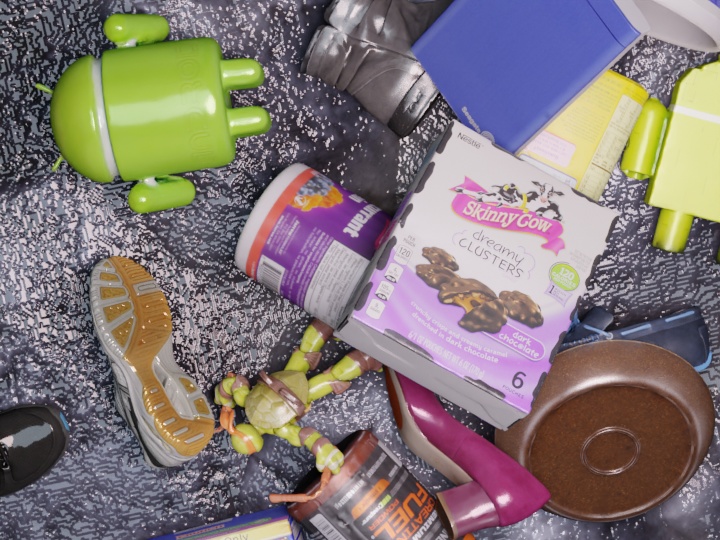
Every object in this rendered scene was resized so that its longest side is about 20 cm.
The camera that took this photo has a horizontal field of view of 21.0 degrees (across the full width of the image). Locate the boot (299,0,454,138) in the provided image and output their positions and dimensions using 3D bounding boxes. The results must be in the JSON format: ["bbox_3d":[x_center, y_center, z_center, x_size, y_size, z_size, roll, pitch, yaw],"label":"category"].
[{"bbox_3d":[0.043,-0.230,1.730,0.132,0.070,0.200,37,89,2],"label":"boot"}]

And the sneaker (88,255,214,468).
[{"bbox_3d":[-0.204,0.087,1.747,0.076,0.088,0.200,-12,70,-33],"label":"sneaker"}]

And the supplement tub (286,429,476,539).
[{"bbox_3d":[0.036,0.245,1.744,0.107,0.107,0.200,-45,94,3],"label":"supplement tub"}]

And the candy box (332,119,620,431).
[{"bbox_3d":[0.098,0.003,1.620,0.168,0.072,0.200,29,69,-4],"label":"candy box"}]

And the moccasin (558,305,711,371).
[{"bbox_3d":[0.215,0.064,1.755,0.200,0.080,0.068,-4,90,-14],"label":"moccasin"}]

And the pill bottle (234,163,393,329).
[{"bbox_3d":[0.000,0.000,1.703,0.200,0.111,0.112,31,94,11],"label":"pill bottle"}]

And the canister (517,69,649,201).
[{"bbox_3d":[0.153,-0.097,1.730,0.148,0.087,0.200,26,92,0],"label":"canister"}]

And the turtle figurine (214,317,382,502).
[{"bbox_3d":[-0.070,0.107,1.730,0.161,0.200,0.064,-45,138,-17],"label":"turtle figurine"}]

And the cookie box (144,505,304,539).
[{"bbox_3d":[-0.119,0.333,1.764,0.171,0.075,0.200,-15,94,2],"label":"cookie box"}]

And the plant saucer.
[{"bbox_3d":[0.221,0.153,1.729,0.200,0.035,0.201,-2,121,-4],"label":"plant saucer"}]

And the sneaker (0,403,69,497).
[{"bbox_3d":[-0.356,0.183,1.749,0.200,0.082,0.073,-25,92,0],"label":"sneaker"}]

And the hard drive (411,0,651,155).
[{"bbox_3d":[0.137,-0.193,1.615,0.132,0.025,0.200,55,135,9],"label":"hard drive"}]

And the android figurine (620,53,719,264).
[{"bbox_3d":[0.331,-0.106,1.752,0.182,0.041,0.200,12,95,-1],"label":"android figurine"}]

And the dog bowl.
[{"bbox_3d":[0.235,-0.263,1.660,0.200,0.200,0.079,25,91,-2],"label":"dog bowl"}]

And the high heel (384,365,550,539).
[{"bbox_3d":[0.090,0.143,1.739,0.096,0.067,0.200,-17,66,-12],"label":"high heel"}]

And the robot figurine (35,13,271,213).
[{"bbox_3d":[-0.181,-0.141,1.708,0.200,0.116,0.176,-9,93,1],"label":"robot figurine"}]
